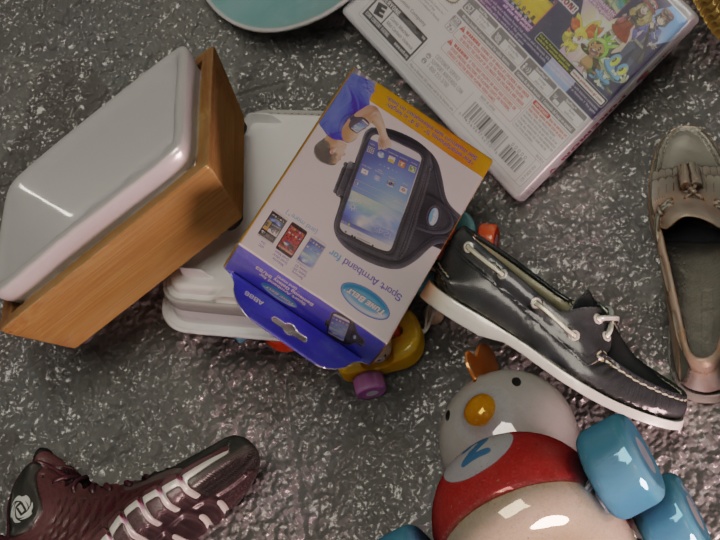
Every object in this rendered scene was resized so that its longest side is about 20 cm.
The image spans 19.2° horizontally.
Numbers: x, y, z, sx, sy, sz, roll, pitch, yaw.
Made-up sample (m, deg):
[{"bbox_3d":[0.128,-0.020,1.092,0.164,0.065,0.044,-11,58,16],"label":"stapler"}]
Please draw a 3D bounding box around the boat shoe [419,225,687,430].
[{"bbox_3d":[0.137,0.039,1.426,0.199,0.076,0.061,28,99,5],"label":"boat shoe"}]

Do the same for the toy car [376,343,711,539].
[{"bbox_3d":[0.096,0.123,1.378,0.183,0.177,0.201,-30,51,12],"label":"toy car"}]

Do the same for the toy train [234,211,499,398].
[{"bbox_3d":[0.000,0.000,1.502,0.200,0.056,0.150,-39,65,-4],"label":"toy train"}]

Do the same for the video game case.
[{"bbox_3d":[0.112,-0.184,1.530,0.182,0.023,0.200,-45,72,11],"label":"video game case"}]

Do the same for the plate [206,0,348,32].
[{"bbox_3d":[-0.043,-0.271,1.619,0.199,0.026,0.202,-12,66,29],"label":"plate"}]

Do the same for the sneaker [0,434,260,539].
[{"bbox_3d":[-0.174,0.151,1.471,0.199,0.076,0.116,-36,62,-3],"label":"sneaker"}]

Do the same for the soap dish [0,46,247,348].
[{"bbox_3d":[-0.165,-0.049,1.493,0.199,0.081,0.158,-37,30,21],"label":"soap dish"}]

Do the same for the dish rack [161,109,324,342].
[{"bbox_3d":[-0.046,-0.042,1.497,0.170,0.044,0.201,4,53,25],"label":"dish rack"}]

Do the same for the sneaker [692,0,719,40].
[{"bbox_3d":[0.278,-0.210,1.523,0.075,0.090,0.201,-46,35,30],"label":"sneaker"}]

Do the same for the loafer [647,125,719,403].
[{"bbox_3d":[0.233,-0.013,1.449,0.071,0.063,0.202,-6,67,10],"label":"loafer"}]

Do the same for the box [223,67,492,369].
[{"bbox_3d":[-0.004,-0.031,1.422,0.119,0.042,0.201,33,54,-3],"label":"box"}]
